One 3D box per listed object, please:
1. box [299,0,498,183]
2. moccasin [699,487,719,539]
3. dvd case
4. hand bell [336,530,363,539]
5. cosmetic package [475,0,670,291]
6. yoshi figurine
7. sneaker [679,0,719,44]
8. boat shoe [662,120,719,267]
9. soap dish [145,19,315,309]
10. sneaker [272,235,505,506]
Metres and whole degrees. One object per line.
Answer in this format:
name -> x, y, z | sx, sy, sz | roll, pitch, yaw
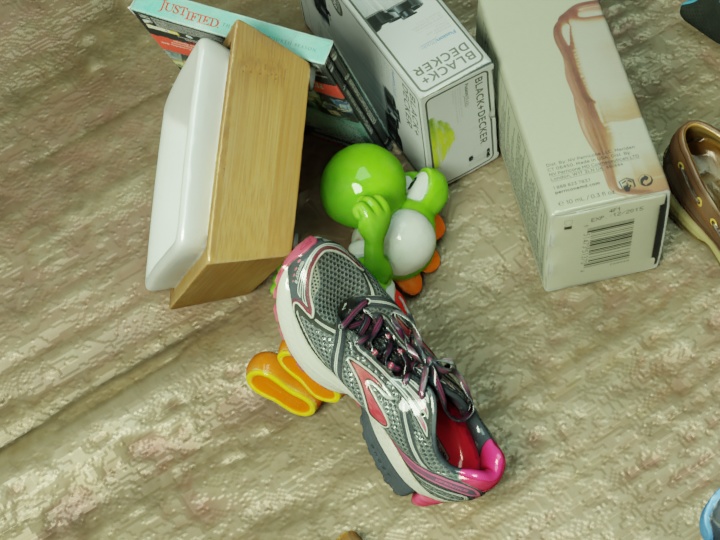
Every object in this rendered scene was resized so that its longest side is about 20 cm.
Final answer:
box -> 0.023, -0.169, 1.278 | 0.060, 0.117, 0.200 | -29, 60, -11
moccasin -> 0.304, 0.119, 1.098 | 0.200, 0.080, 0.068 | -43, 67, -3
dvd case -> -0.064, -0.135, 1.220 | 0.146, 0.200, 0.022 | 18, 79, 17
hand bell -> 0.030, 0.235, 1.055 | 0.104, 0.104, 0.200 | -26, 46, -10
cosmetic package -> 0.147, -0.100, 1.229 | 0.087, 0.103, 0.200 | -12, 59, -3
yoshi figurine -> -0.013, -0.008, 1.189 | 0.112, 0.112, 0.200 | 17, 58, 24
sneaker -> 0.288, -0.254, 1.261 | 0.082, 0.200, 0.073 | 29, 32, 27
boat shoe -> 0.278, -0.026, 1.186 | 0.072, 0.068, 0.200 | -34, 60, -14
soap dish -> -0.090, -0.062, 1.163 | 0.081, 0.200, 0.158 | 8, 79, -12
sneaker -> 0.023, 0.060, 1.096 | 0.081, 0.075, 0.200 | -45, 106, -30
